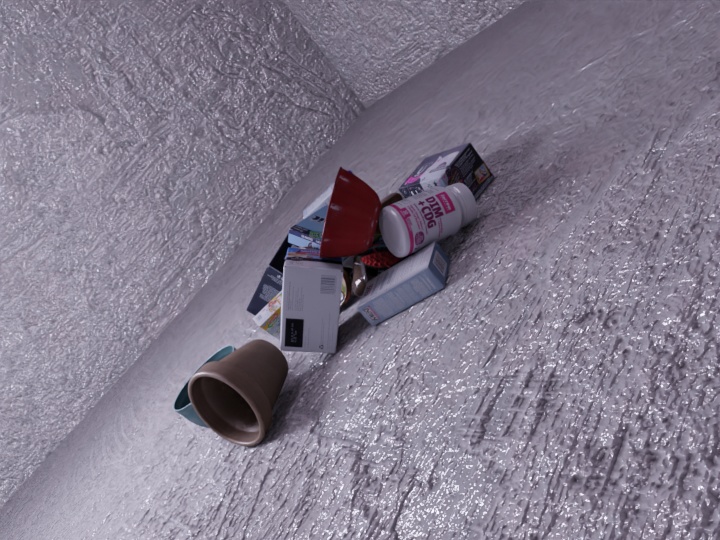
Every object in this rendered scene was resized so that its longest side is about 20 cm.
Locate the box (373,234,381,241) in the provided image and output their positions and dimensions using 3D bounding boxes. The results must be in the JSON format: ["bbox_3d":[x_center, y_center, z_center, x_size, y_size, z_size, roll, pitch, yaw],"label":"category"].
[{"bbox_3d":[0.054,-0.106,1.581,0.123,0.047,0.200,-55,-8,6],"label":"box"}]

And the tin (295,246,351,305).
[{"bbox_3d":[-0.108,0.017,1.550,0.042,0.199,0.113,-20,-40,-56],"label":"tin"}]

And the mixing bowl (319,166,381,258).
[{"bbox_3d":[-0.016,-0.113,1.319,0.200,0.106,0.204,13,-90,-90],"label":"mixing bowl"}]

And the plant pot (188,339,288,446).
[{"bbox_3d":[-0.246,0.249,1.327,0.199,0.202,0.175,-26,15,41],"label":"plant pot"}]

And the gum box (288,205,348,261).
[{"bbox_3d":[-0.073,-0.102,1.642,0.200,0.167,0.045,-41,-33,-55],"label":"gum box"}]

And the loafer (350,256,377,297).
[{"bbox_3d":[0.000,0.000,1.540,0.071,0.073,0.201,-38,17,14],"label":"loafer"}]

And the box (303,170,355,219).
[{"bbox_3d":[-0.044,-0.164,1.837,0.199,0.185,0.105,-40,16,6],"label":"box"}]

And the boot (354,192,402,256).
[{"bbox_3d":[-0.001,-0.121,1.466,0.201,0.070,0.146,-50,37,-5],"label":"boot"}]

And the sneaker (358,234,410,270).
[{"bbox_3d":[0.089,-0.069,1.456,0.197,0.080,0.097,-18,40,17],"label":"sneaker"}]

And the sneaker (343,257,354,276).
[{"bbox_3d":[-0.078,-0.034,1.673,0.196,0.076,0.106,11,53,17],"label":"sneaker"}]

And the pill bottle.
[{"bbox_3d":[0.148,-0.115,1.328,0.197,0.115,0.113,-23,11,-22],"label":"pill bottle"}]

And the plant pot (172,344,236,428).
[{"bbox_3d":[-0.333,0.300,1.471,0.199,0.134,0.201,-38,18,15],"label":"plant pot"}]

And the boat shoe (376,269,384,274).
[{"bbox_3d":[0.098,-0.082,1.524,0.199,0.068,0.074,-45,18,-6],"label":"boat shoe"}]

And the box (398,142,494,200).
[{"bbox_3d":[0.209,-0.218,1.521,0.132,0.115,0.199,-48,18,-19],"label":"box"}]

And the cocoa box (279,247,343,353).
[{"bbox_3d":[-0.111,0.066,1.378,0.130,0.204,0.132,4,20,-4],"label":"cocoa box"}]

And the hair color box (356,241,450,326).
[{"bbox_3d":[0.091,0.030,1.294,0.198,0.061,0.100,-31,20,32],"label":"hair color box"}]

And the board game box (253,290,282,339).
[{"bbox_3d":[-0.188,0.092,1.670,0.200,0.034,0.135,-44,-25,-3],"label":"board game box"}]

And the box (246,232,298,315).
[{"bbox_3d":[-0.226,0.025,1.808,0.201,0.116,0.198,-58,5,37],"label":"box"}]
